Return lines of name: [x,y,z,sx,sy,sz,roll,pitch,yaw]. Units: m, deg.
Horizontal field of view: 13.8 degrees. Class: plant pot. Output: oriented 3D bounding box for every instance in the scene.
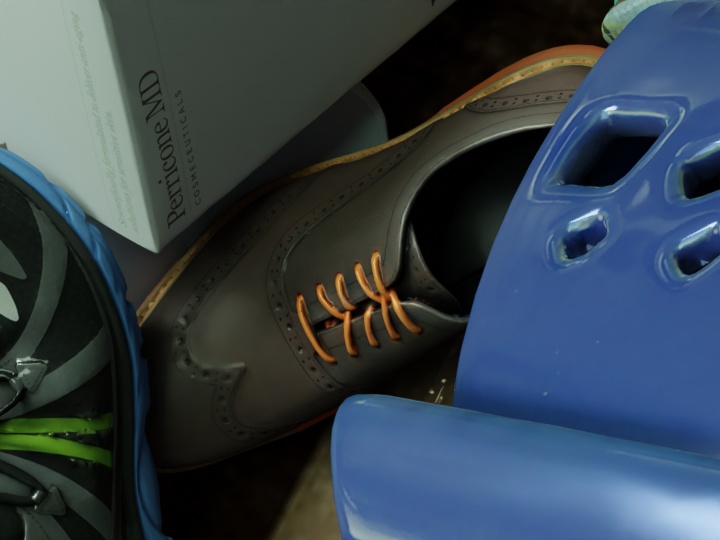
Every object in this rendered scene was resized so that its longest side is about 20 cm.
plant pot: [0.120,0.069,0.686,0.199,0.201,0.180,10,44,44]

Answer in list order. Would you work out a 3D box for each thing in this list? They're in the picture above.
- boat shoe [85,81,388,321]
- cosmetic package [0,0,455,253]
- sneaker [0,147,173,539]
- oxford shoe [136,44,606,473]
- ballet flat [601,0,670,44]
boat shoe: [-0.086,-0.012,0.949,0.199,0.074,0.065,-28,27,0]
cosmetic package: [-0.029,-0.114,0.887,0.085,0.108,0.200,28,57,31]
sneaker: [-0.107,0.052,0.876,0.070,0.083,0.201,1,110,41]
oxford shoe: [0.000,0.000,0.885,0.200,0.073,0.071,-36,98,12]
ballet flat: [0.164,-0.067,0.843,0.199,0.074,0.075,-12,67,25]
